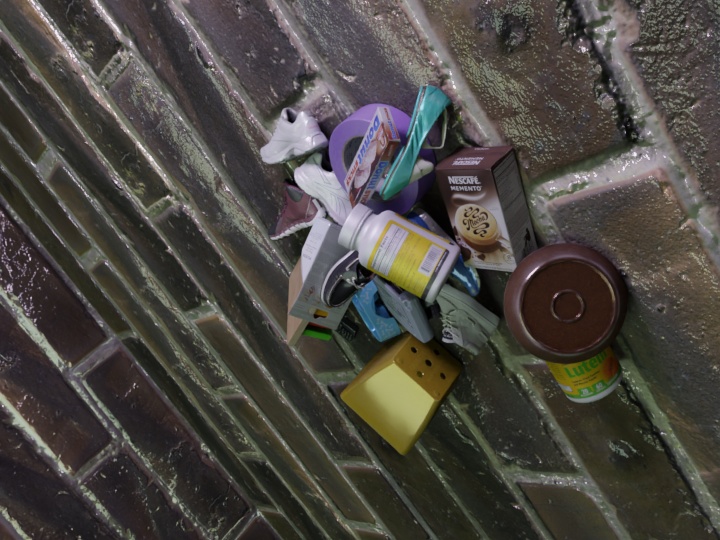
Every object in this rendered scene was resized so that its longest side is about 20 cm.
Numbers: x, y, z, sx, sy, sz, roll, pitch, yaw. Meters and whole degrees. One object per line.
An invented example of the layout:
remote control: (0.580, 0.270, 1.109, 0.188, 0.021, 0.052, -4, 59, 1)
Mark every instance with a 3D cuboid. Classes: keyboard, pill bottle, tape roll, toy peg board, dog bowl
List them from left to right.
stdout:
toy peg board: (-0.090, 0.045, 1.535, 0.097, 0.201, 0.199, 13, 138, -19)
keyboard: (-0.088, 0.097, 1.704, 0.200, 0.021, 0.127, 36, 144, 12)
dog bowl: (0.018, 0.074, 1.507, 0.201, 0.049, 0.111, 61, 170, -20)
tape roll: (0.038, -0.200, 1.239, 0.199, 0.066, 0.201, 28, 141, 25)
pill bottle: (0.066, -0.037, 1.183, 0.199, 0.111, 0.112, 29, 143, 9)
pill bottle: (0.366, 0.122, 1.182, 0.111, 0.111, 0.201, -15, 113, 51)

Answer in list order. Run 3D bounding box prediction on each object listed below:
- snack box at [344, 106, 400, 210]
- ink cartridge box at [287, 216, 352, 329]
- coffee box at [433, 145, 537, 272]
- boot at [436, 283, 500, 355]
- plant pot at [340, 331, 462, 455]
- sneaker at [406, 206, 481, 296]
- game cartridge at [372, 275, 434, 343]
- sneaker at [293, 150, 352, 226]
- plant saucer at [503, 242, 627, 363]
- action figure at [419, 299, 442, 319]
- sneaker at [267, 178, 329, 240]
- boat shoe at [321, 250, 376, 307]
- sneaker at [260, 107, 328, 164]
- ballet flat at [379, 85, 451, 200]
snack box: (0.017, -0.187, 1.166, 0.200, 0.024, 0.072, 121, 140, -54)
ink cartridge box: (-0.067, 0.009, 1.381, 0.047, 0.201, 0.160, 27, -178, 40)
coffee box: (0.214, -0.104, 1.140, 0.113, 0.080, 0.201, 7, 130, 43)
boot: (0.183, 0.094, 1.287, 0.200, 0.096, 0.073, 32, 176, -32)
plant pot: (0.112, 0.252, 1.518, 0.200, 0.200, 0.177, 42, 134, 5)
sneaker: (0.148, -0.023, 1.266, 0.200, 0.089, 0.079, 46, -173, 8)
game cartridge: (0.082, 0.065, 1.412, 0.200, 0.040, 0.134, 44, 161, 53)
sneaker: (-0.041, -0.157, 1.359, 0.200, 0.075, 0.087, 40, 121, -7)
plant saucer: (0.336, 0.056, 1.100, 0.199, 0.034, 0.202, 1, 95, 8)
action figure: (0.118, -0.001, 1.356, 0.130, 0.069, 0.201, -21, 94, 60)
sneaker: (-0.154, -0.144, 1.497, 0.199, 0.076, 0.116, -18, 106, 41)
boat shoe: (0.000, 0.000, 1.334, 0.074, 0.200, 0.060, 37, -173, -42)
sneaker: (-0.141, -0.274, 1.356, 0.199, 0.078, 0.100, -7, 103, 49)
ballet flat: (0.097, -0.201, 1.107, 0.070, 0.067, 0.201, 22, 100, 2)
